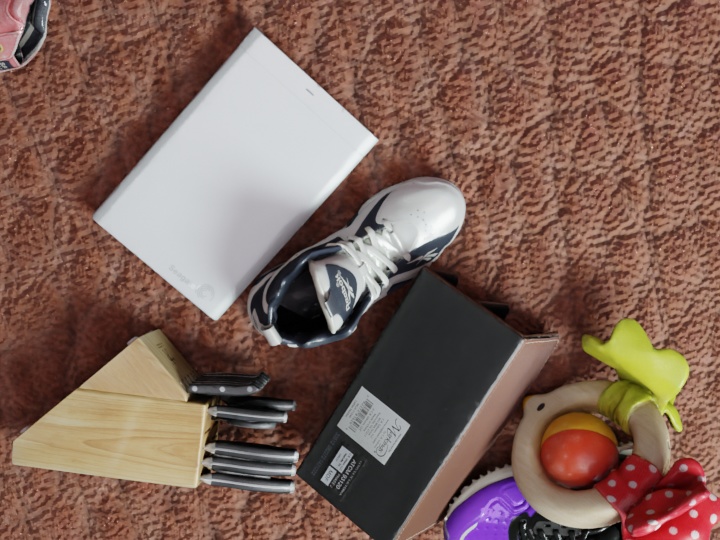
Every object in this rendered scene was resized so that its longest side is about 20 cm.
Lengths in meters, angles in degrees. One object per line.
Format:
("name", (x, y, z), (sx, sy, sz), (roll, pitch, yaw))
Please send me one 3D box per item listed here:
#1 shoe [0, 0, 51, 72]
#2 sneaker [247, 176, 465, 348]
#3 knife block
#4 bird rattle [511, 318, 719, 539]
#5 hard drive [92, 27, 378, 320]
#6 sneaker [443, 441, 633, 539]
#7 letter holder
("shoe", (-0.305, -0.162, 0.776), (0.091, 0.071, 0.200), (28, 95, -3))
("sneaker", (0.000, 0.000, 0.800), (0.199, 0.130, 0.080), (-25, 104, 2))
("knife block", (-0.154, 0.145, 0.841), (0.200, 0.064, 0.176), (-39, 89, 6))
("bird rattle", (0.203, 0.152, 0.830), (0.163, 0.200, 0.113), (-14, 145, 26))
("hard drive", (-0.101, -0.075, 0.831), (0.132, 0.026, 0.200), (41, 97, -11))
("sneaker", (0.171, 0.212, 0.864), (0.200, 0.100, 0.070), (-16, 128, 0))
("letter holder", (0.063, 0.110, 0.854), (0.101, 0.142, 0.200), (36, 101, 22))
